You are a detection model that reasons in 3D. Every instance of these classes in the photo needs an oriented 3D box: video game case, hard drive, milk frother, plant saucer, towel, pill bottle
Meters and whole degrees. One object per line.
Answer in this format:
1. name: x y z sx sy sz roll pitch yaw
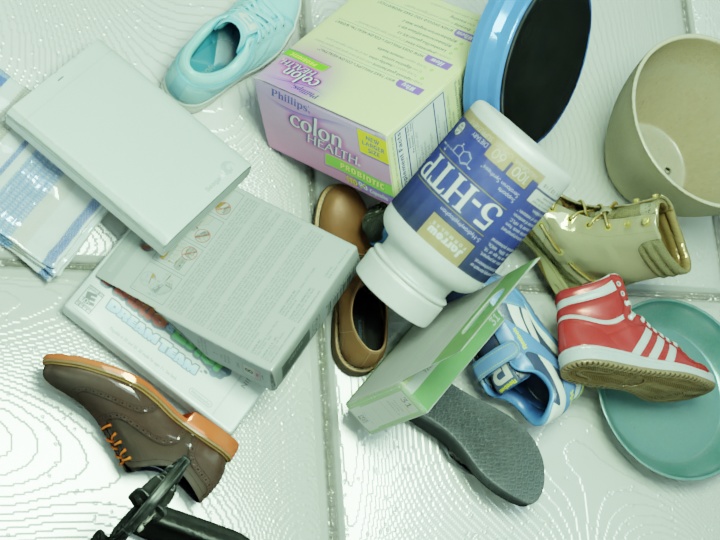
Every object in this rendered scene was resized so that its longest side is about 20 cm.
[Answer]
1. video game case: -0.154 0.032 1.449 0.200 0.024 0.182 38 63 -1
2. hard drive: -0.221 -0.121 1.441 0.200 0.026 0.132 39 58 7
3. milk frother: -0.143 0.274 1.282 0.188 0.200 0.181 25 61 -14
4. plant saucer: 0.334 0.131 1.621 0.199 0.036 0.201 7 70 -21
5. towel: -0.328 -0.101 1.429 0.200 0.024 0.147 38 62 -6
6. pill bottle: 0.092 -0.049 1.416 0.120 0.120 0.200 39 100 -6

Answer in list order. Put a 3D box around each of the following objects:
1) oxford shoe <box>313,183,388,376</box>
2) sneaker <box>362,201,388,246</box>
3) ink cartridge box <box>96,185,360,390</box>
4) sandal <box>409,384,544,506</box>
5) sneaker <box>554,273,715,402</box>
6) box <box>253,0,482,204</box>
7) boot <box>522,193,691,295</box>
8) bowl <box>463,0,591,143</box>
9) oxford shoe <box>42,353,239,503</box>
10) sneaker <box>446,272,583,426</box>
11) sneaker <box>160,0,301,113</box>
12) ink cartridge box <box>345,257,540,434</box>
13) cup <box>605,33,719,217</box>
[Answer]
1. oxford shoe: 0.000 0.000 1.507 0.071 0.071 0.201 -4 72 -21
2. sneaker: 0.088 -0.041 1.538 0.199 0.078 0.090 -9 87 -42
3. ink cartridge box: -0.124 0.003 1.441 0.199 0.057 0.163 25 61 17
4. sandal: 0.104 0.162 1.517 0.200 0.043 0.076 40 55 5
5. sneaker: 0.285 0.070 1.561 0.199 0.071 0.113 14 55 -31
6. box: 0.028 -0.184 1.517 0.176 0.097 0.200 27 55 31
7. boot: 0.238 -0.059 1.548 0.200 0.155 0.073 57 42 -19
8. bowl: 0.172 -0.215 1.503 0.039 0.201 0.201 22 58 28
9. oxford shoe: -0.210 0.142 1.372 0.200 0.071 0.073 31 69 -11
10. sneaker: 0.145 0.076 1.525 0.200 0.074 0.082 45 41 -4
11. sneaker: -0.119 -0.238 1.529 0.074 0.082 0.200 42 62 -6
12. ink cartridge box: 0.087 0.073 1.412 0.048 0.200 0.146 50 54 -10
13. cup: 0.350 -0.140 1.657 0.199 0.143 0.201 7 70 -21
